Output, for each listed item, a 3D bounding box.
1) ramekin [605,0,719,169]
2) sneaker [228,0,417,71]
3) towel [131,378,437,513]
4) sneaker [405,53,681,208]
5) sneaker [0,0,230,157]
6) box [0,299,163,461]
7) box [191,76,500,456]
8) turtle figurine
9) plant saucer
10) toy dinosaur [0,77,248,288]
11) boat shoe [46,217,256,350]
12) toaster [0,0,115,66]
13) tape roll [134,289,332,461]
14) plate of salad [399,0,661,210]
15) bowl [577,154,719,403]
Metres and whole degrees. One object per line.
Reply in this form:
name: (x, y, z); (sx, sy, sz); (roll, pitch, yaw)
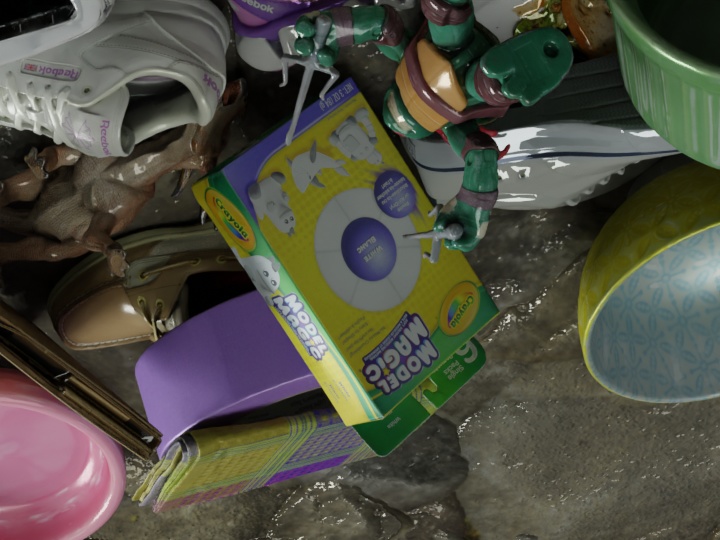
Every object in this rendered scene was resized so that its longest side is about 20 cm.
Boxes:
ramekin: (0.228, -0.146, 0.877); (0.198, 0.202, 0.098); (-12, 145, 3)
sneaker: (0.002, -0.187, 0.881); (0.199, 0.081, 0.089); (-24, 127, 16)
towel: (-0.045, 0.113, 1.075); (0.198, 0.023, 0.144); (-12, 161, -24)
sneaker: (0.128, -0.077, 0.960); (0.198, 0.073, 0.071); (-4, 136, 13)
sneaker: (-0.172, -0.109, 0.913); (0.198, 0.100, 0.075); (-7, 139, -1)
box: (-0.222, 0.033, 0.998); (0.021, 0.200, 0.163); (-52, 129, -6)
box: (0.000, 0.000, 0.976); (0.048, 0.117, 0.201); (-17, 109, 56)
turtle figurine: (0.036, -0.098, 0.855); (0.150, 0.101, 0.200); (42, 155, -1)
plant saucer: (-0.271, 0.137, 1.188); (0.198, 0.051, 0.202); (-5, 137, -4)
toy dinosaur: (-0.159, -0.046, 1.002); (0.199, 0.135, 0.087); (-12, 100, 34)
boat shoe: (-0.117, 0.013, 1.072); (0.198, 0.067, 0.074); (-21, 135, 12)
toaster: (-0.195, -0.176, 0.818); (0.198, 0.130, 0.114); (-14, 137, 5)
tape roll: (-0.047, 0.069, 1.083); (0.198, 0.066, 0.200); (-18, 163, -6)
plate of salad: (0.120, -0.104, 1.005); (0.198, 0.048, 0.201); (-5, 137, -5)
bowl: (0.227, -0.013, 1.066); (0.198, 0.108, 0.201); (-8, 143, -6)
